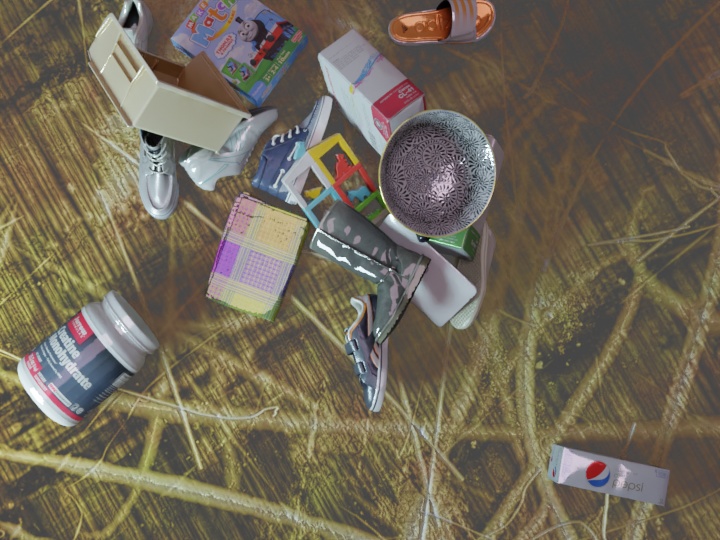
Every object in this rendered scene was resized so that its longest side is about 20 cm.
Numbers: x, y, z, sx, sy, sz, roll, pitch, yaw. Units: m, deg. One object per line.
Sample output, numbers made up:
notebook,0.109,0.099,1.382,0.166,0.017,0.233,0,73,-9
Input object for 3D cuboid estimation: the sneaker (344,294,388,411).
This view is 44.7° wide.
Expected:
sneaker,0.008,0.141,1.517,0.078,0.079,0.204,7,73,-9

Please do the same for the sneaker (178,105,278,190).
sneaker,-0.222,-0.219,1.544,0.199,0.070,0.081,-38,116,-14

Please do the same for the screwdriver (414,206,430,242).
screwdriver,0.087,-0.140,1.497,0.029,0.028,0.203,-14,67,8

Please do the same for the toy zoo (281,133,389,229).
toy zoo,-0.049,-0.144,1.529,0.131,0.020,0.201,-39,112,-8

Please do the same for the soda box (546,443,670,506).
soda box,0.434,0.357,1.535,0.196,0.068,0.065,13,84,-3

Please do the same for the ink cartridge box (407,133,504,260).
ink cartridge box,0.153,-0.138,1.526,0.144,0.084,0.203,16,82,26

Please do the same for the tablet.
tablet,0.098,0.002,1.521,0.199,0.130,0.014,42,46,0

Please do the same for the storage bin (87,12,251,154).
storage bin,-0.315,-0.304,1.425,0.094,0.199,0.200,-49,59,22

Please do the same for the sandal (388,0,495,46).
sandal,0.153,-0.452,1.594,0.203,0.059,0.081,-12,86,-6

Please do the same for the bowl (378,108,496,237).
bowl,0.114,-0.160,1.431,0.197,0.094,0.205,-2,99,-13

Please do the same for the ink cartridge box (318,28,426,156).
ink cartridge box,0.026,-0.290,1.489,0.085,0.148,0.201,-35,63,-9

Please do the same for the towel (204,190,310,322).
towel,-0.181,-0.025,1.545,0.141,0.023,0.203,19,84,-3

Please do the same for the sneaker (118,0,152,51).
sneaker,-0.406,-0.380,1.524,0.069,0.080,0.204,3,86,-6

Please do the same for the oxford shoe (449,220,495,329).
oxford shoe,0.201,0.005,1.556,0.074,0.057,0.204,6,83,36

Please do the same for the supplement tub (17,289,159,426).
supplement tub,-0.448,0.144,1.446,0.199,0.140,0.141,-41,89,-7

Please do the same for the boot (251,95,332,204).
boot,-0.120,-0.226,1.542,0.089,0.073,0.203,21,84,-8

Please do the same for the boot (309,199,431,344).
boot,0.000,0.001,1.482,0.198,0.073,0.184,28,82,5

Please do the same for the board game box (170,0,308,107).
board game box,-0.215,-0.410,1.558,0.199,0.037,0.152,35,83,9

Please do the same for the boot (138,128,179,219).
boot,-0.356,-0.195,1.509,0.072,0.096,0.204,-6,85,-5
